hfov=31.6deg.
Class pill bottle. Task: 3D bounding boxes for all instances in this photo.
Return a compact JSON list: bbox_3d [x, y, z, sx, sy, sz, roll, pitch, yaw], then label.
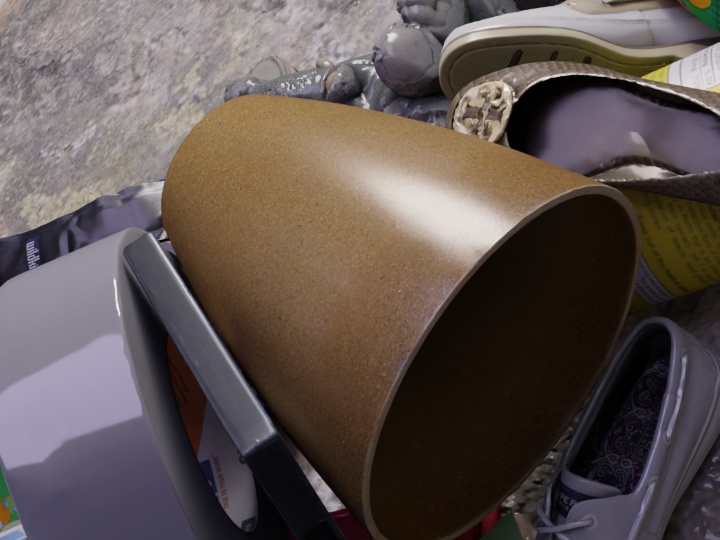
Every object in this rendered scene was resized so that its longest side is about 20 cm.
[{"bbox_3d":[0.188,-0.056,0.650,0.199,0.114,0.115,-22,47,27],"label":"pill bottle"}]

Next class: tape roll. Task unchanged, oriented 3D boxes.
[{"bbox_3d":[-0.096,0.085,0.593,0.066,0.201,0.201,-21,45,4],"label":"tape roll"}]

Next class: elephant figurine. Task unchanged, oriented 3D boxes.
[{"bbox_3d":[0.028,-0.103,0.824,0.141,0.156,0.200,-29,1,-31],"label":"elephant figurine"}]

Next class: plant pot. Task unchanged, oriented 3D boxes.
[{"bbox_3d":[0.000,0.000,0.614,0.199,0.186,0.187,35,84,33],"label":"plant pot"}]

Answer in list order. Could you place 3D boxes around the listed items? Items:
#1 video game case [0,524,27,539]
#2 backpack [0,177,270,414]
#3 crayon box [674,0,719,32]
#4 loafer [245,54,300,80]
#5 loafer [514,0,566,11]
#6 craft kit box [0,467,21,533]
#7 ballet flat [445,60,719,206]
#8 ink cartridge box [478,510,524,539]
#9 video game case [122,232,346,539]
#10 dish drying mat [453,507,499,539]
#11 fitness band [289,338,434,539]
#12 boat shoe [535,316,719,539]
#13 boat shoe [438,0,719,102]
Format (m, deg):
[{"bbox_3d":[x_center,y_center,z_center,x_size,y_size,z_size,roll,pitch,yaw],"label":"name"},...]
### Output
[{"bbox_3d":[-0.196,0.192,0.596,0.198,0.022,0.183,-24,25,6],"label":"video game case"},{"bbox_3d":[-0.131,0.043,0.822,0.190,0.154,0.201,-38,55,20],"label":"backpack"},{"bbox_3d":[0.248,-0.205,0.691,0.198,0.059,0.119,-21,40,-11],"label":"crayon box"},{"bbox_3d":[-0.083,-0.090,0.948,0.071,0.063,0.202,-17,50,32],"label":"loafer"},{"bbox_3d":[0.143,-0.192,0.841,0.201,0.070,0.073,-101,28,-52],"label":"loafer"},{"bbox_3d":[-0.217,0.218,0.709,0.200,0.048,0.198,-47,68,9],"label":"craft kit box"},{"bbox_3d":[0.124,-0.063,0.597,0.198,0.046,0.068,16,90,32],"label":"ballet flat"},{"bbox_3d":[0.015,0.224,0.597,0.200,0.048,0.146,-50,38,27],"label":"ink cartridge box"},{"bbox_3d":[-0.034,0.091,0.560,0.019,0.201,0.143,-33,42,-7],"label":"video game case"},{"bbox_3d":[0.040,0.182,0.668,0.076,0.018,0.202,-23,47,32],"label":"dish drying mat"},{"bbox_3d":[-0.048,0.084,0.704,0.198,0.037,0.145,-10,85,8],"label":"fitness band"},{"bbox_3d":[0.117,0.115,0.615,0.072,0.068,0.201,23,76,47],"label":"boat shoe"},{"bbox_3d":[0.138,-0.122,0.724,0.198,0.075,0.069,1,47,-9],"label":"boat shoe"}]
